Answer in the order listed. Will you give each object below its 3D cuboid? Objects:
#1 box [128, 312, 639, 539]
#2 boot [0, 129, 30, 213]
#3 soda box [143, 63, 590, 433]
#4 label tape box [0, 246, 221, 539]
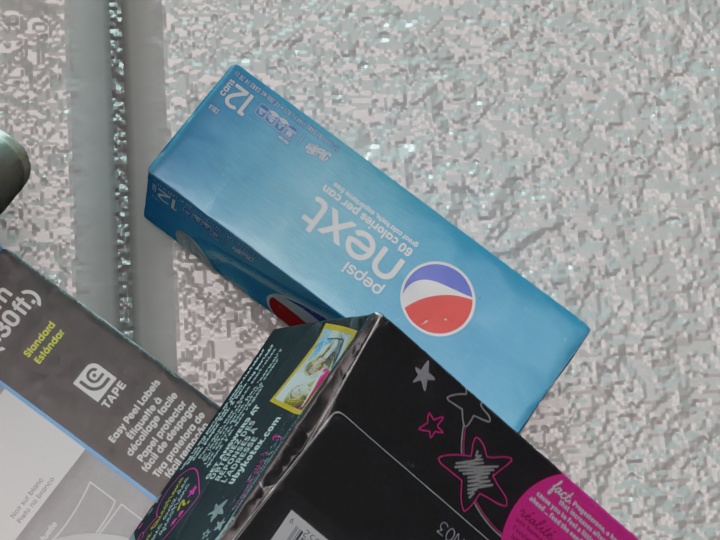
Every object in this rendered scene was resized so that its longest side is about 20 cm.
[{"bbox_3d":[0.021,0.132,0.811,0.200,0.115,0.133,41,70,-15],"label":"box"},{"bbox_3d":[-0.203,0.005,0.789,0.181,0.073,0.199,14,31,39],"label":"boot"},{"bbox_3d":[0.000,0.000,0.905,0.199,0.064,0.068,37,71,5],"label":"soda box"},{"bbox_3d":[-0.170,0.072,0.857,0.199,0.063,0.145,36,70,4],"label":"label tape box"}]
